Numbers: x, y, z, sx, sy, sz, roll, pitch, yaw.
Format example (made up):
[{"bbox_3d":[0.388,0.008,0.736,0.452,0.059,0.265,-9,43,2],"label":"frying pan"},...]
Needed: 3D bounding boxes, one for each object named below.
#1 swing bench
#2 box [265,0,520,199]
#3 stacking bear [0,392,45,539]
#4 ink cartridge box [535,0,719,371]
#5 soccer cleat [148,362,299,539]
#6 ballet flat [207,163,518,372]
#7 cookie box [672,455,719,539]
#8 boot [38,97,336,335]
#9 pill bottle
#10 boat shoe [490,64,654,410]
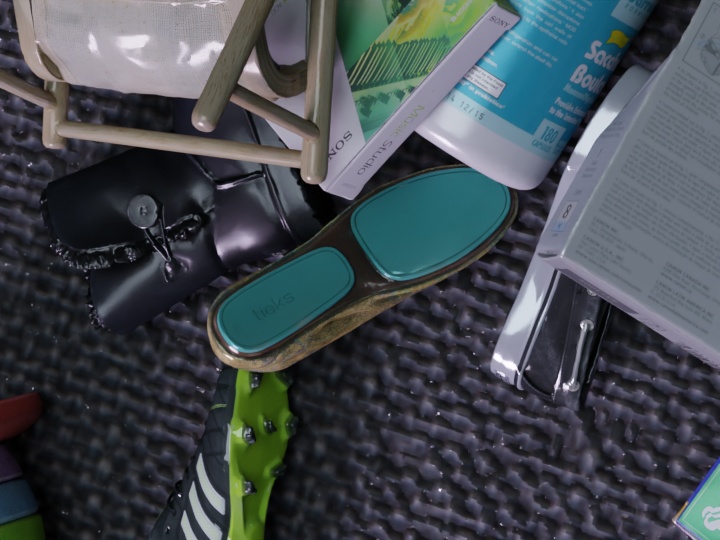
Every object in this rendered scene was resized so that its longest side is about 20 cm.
[{"bbox_3d":[-0.108,-0.167,1.315,0.199,0.130,0.200,9,82,31],"label":"swing bench"},{"bbox_3d":[-0.022,-0.159,1.354,0.144,0.036,0.200,-47,65,16],"label":"box"},{"bbox_3d":[-0.239,0.190,1.488,0.121,0.114,0.200,-18,88,19],"label":"stacking bear"},{"bbox_3d":[0.212,-0.054,1.330,0.160,0.047,0.200,31,83,-14],"label":"ink cartridge box"},{"bbox_3d":[-0.087,0.137,1.456,0.081,0.067,0.200,6,92,32],"label":"soccer cleat"},{"bbox_3d":[0.000,0.000,1.418,0.200,0.071,0.071,-29,79,-9],"label":"ballet flat"},{"bbox_3d":[0.268,0.072,1.272,0.075,0.171,0.200,37,101,19],"label":"cookie box"},{"bbox_3d":[-0.124,-0.077,1.463,0.168,0.076,0.200,-22,88,14],"label":"boot"},{"bbox_3d":[0.105,-0.154,1.365,0.111,0.111,0.200,35,101,17],"label":"pill bottle"},{"bbox_3d":[0.140,-0.016,1.370,0.068,0.074,0.200,26,99,17],"label":"boat shoe"}]
